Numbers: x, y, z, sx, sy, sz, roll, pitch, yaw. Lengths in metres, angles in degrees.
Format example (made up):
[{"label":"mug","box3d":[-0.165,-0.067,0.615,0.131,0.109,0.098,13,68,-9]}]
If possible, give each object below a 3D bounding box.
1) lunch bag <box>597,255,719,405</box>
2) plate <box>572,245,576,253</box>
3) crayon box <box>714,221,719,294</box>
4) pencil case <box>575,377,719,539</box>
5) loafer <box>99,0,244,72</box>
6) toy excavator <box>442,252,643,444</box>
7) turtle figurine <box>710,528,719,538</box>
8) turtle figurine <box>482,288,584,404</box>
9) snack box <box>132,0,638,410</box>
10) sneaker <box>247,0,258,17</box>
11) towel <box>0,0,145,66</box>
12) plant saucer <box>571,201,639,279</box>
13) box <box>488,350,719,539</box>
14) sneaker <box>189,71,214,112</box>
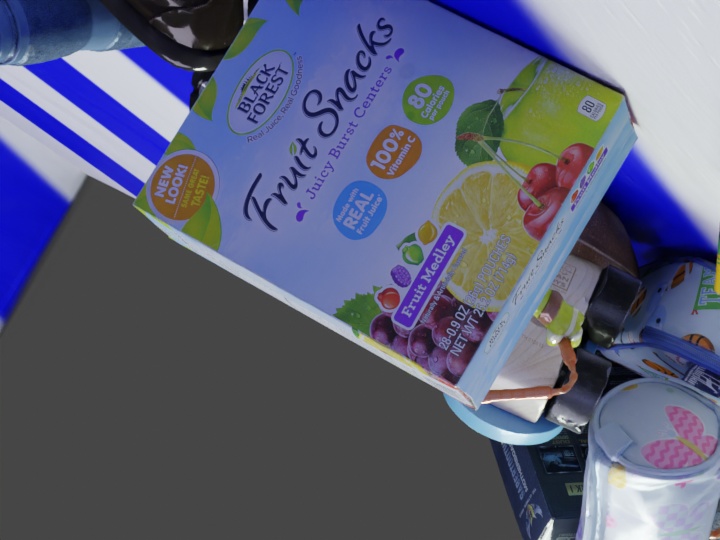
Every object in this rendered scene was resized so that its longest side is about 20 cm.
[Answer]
[{"label":"lunch bag","box3d":[0.245,0.057,1.282,0.160,0.076,0.200,29,176,-8]},{"label":"plate","box3d":[0.109,-0.028,1.460,0.200,0.032,0.200,30,175,15]},{"label":"crayon box","box3d":[0.238,0.007,0.962,0.127,0.051,0.200,29,175,14]},{"label":"pencil case","box3d":[0.174,0.159,1.247,0.090,0.200,0.083,-5,-136,-11]},{"label":"loafer","box3d":[-0.136,-0.196,1.105,0.200,0.071,0.073,37,-139,8]},{"label":"toy excavator","box3d":[0.106,0.044,1.281,0.100,0.195,0.200,24,148,3]},{"label":"turtle figurine","box3d":[0.296,0.147,1.261,0.200,0.161,0.065,-139,37,-59]},{"label":"turtle figurine","box3d":[0.046,-0.029,1.074,0.200,0.161,0.064,24,151,9]},{"label":"snack box","box3d":[0.013,-0.051,1.015,0.200,0.169,0.068,28,172,20]},{"label":"sneaker","box3d":[-0.014,-0.063,1.128,0.200,0.116,0.075,49,149,-18]},{"label":"towel","box3d":[-0.179,-0.166,1.157,0.112,0.049,0.200,35,-153,23]},{"label":"plant saucer","box3d":[0.094,-0.046,1.276,0.200,0.037,0.200,25,175,2]},{"label":"box","box3d":[0.193,0.121,1.390,0.200,0.051,0.158,-1,-133,-20]},{"label":"sneaker","box3d":[-0.025,-0.110,1.277,0.090,0.078,0.200,6,-173,-37]}]
